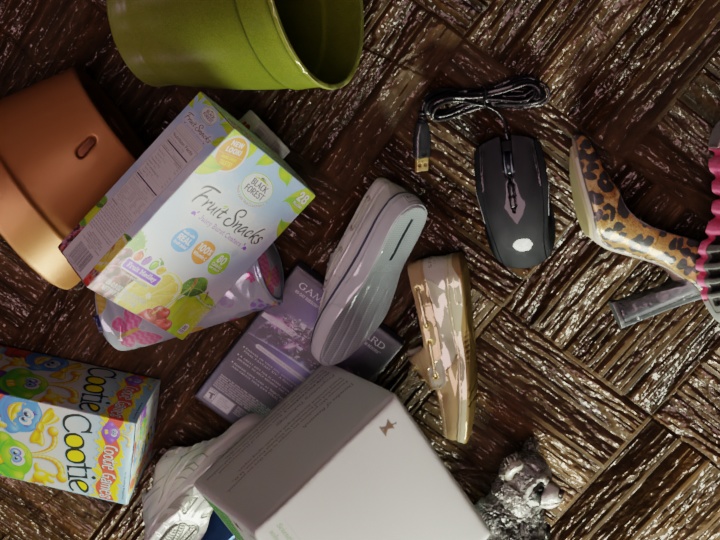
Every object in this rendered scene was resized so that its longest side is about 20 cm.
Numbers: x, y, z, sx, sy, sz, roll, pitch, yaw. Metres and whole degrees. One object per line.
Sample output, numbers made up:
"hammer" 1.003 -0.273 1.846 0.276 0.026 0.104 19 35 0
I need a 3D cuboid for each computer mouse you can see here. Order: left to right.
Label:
"computer mouse" 0.121 -0.088 1.505 0.138 0.046 0.203 -2 113 8

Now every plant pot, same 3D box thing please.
"plant pot" -0.291 -0.103 1.496 0.139 0.200 0.201 -35 104 4
"plant pot" -0.124 -0.252 1.410 0.190 0.201 0.203 -7 112 25

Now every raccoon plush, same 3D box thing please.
"raccoon plush" 0.124 0.255 1.632 0.197 0.097 0.136 -8 104 12

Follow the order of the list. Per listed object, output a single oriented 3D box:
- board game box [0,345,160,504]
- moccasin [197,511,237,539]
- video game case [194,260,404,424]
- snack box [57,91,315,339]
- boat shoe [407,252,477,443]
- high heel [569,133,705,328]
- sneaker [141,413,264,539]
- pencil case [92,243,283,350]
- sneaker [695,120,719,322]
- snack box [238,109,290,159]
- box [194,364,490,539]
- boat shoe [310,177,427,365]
"board game box" -0.329 0.164 1.651 0.197 0.105 0.104 12 114 3
"moccasin" -0.149 0.301 1.693 0.068 0.080 0.201 29 95 -46
"video game case" -0.067 0.105 1.633 0.142 0.019 0.201 36 112 -8
"snack box" -0.161 -0.047 1.448 0.200 0.168 0.068 -48 58 4
"boat shoe" 0.082 0.080 1.574 0.068 0.074 0.203 -2 103 12
"high heel" 0.288 -0.058 1.494 0.141 0.071 0.202 -21 102 0
"sneaker" -0.177 0.214 1.658 0.200 0.100 0.078 -45 137 13
"pencil case" -0.177 0.017 1.578 0.197 0.083 0.092 -16 95 15
"sneaker" 0.379 -0.047 1.451 0.094 0.079 0.203 3 97 -23
"snack box" -0.160 -0.069 1.512 0.200 0.072 0.024 -44 61 2
"box" -0.019 0.241 1.546 0.200 0.171 0.200 -42 114 -16
"boat shoe" 0.000 0.000 1.555 0.067 0.073 0.201 44 109 38
